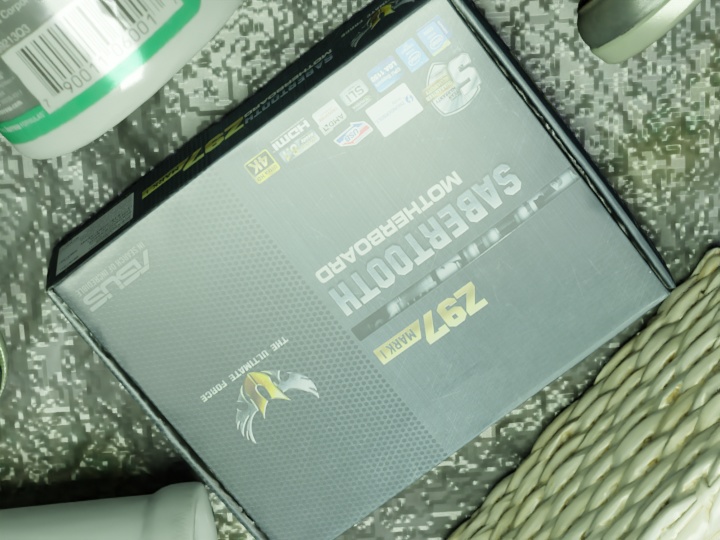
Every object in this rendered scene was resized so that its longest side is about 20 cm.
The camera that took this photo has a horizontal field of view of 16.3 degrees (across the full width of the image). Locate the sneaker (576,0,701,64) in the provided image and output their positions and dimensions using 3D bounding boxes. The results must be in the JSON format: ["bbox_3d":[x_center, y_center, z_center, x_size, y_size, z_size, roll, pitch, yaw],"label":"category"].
[{"bbox_3d":[0.113,-0.182,0.922,0.106,0.075,0.201,31,97,-10],"label":"sneaker"}]

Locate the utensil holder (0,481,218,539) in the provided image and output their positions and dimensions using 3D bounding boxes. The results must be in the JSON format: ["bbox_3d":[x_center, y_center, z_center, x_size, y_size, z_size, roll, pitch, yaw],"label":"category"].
[{"bbox_3d":[-0.153,0.177,0.991,0.198,0.170,0.171,-5,111,2],"label":"utensil holder"}]

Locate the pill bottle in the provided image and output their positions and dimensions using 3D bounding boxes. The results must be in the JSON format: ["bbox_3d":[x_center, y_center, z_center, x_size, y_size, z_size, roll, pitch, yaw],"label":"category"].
[{"bbox_3d":[-0.139,-0.148,0.885,0.113,0.113,0.200,-36,108,10],"label":"pill bottle"}]

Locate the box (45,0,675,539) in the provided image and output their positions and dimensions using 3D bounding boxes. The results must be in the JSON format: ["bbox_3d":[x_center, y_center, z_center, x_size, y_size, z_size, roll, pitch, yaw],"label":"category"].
[{"bbox_3d":[0.000,0.000,0.991,0.199,0.051,0.158,-35,110,10],"label":"box"}]

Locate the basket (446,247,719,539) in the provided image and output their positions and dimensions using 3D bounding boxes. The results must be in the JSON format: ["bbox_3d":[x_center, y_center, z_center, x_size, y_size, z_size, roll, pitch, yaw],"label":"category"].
[{"bbox_3d":[0.144,0.132,0.975,0.160,0.198,0.200,38,105,-12],"label":"basket"}]

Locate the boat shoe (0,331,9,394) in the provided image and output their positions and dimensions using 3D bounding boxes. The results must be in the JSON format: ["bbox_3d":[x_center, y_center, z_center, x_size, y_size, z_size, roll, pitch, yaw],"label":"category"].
[{"bbox_3d":[-0.195,-0.015,0.877,0.074,0.066,0.200,-27,109,6],"label":"boat shoe"}]
